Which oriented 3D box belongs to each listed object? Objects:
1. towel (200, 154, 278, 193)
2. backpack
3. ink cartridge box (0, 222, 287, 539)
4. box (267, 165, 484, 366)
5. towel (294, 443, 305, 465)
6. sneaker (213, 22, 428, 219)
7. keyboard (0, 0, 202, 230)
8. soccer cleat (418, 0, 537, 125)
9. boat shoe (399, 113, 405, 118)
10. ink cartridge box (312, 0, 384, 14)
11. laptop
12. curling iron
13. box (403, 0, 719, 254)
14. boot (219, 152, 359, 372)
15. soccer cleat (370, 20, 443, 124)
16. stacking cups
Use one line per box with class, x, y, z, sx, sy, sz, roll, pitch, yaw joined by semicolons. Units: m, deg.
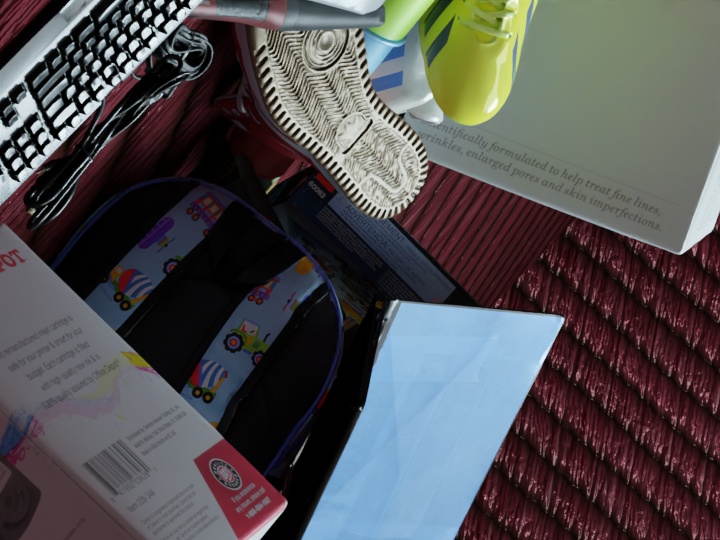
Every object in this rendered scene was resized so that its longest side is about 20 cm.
towel;-0.103;-0.019;1.766;0.147;0.022;0.200;-43;173;-35
backpack;-0.103;0.059;1.540;0.200;0.182;0.135;-53;167;-1
ink cartridge box;-0.148;0.084;1.301;0.086;0.200;0.148;-50;173;20
box;0.000;0.000;1.695;0.038;0.137;0.200;-47;-174;-10
towel;-0.071;0.067;1.858;0.034;0.201;0.133;15;125;-32
sneaker;-0.042;-0.112;1.515;0.071;0.112;0.200;-45;142;-10
keyboard;-0.114;-0.085;1.242;0.200;0.021;0.127;-46;160;-14
soccer cleat;0.083;-0.182;1.605;0.084;0.064;0.202;-163;-91;-70
boat shoe;0.008;-0.109;1.818;0.200;0.073;0.065;72;38;-79
ink cartridge box;0.051;-0.197;1.396;0.199;0.057;0.163;10;124;-52
laptop;0.021;0.122;1.559;0.200;0.115;0.188;-77;-170;-64
curling iron;-0.049;-0.120;1.378;0.200;0.025;0.050;-18;136;-55
box;0.153;-0.142;1.751;0.131;0.198;0.201;-25;135;-73
boot;-0.103;0.033;1.647;0.199;0.139;0.077;-30;180;21
soccer cleat;0.035;-0.140;1.680;0.200;0.086;0.070;-53;172;9
stacking cups;-0.003;-0.131;1.612;0.200;0.060;0.060;-53;172;26
